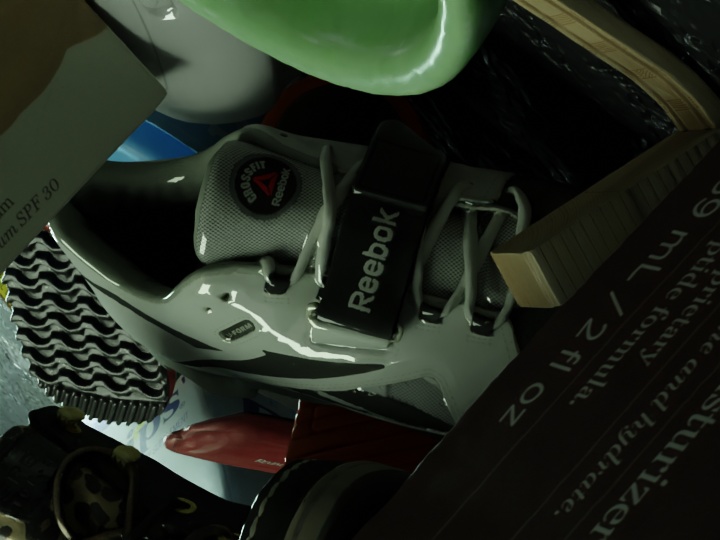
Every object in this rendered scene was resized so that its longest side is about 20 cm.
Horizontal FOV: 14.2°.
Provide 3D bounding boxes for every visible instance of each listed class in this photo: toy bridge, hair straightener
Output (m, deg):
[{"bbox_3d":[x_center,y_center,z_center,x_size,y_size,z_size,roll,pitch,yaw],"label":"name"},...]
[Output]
[{"bbox_3d":[0.065,-0.015,0.710,0.200,0.067,0.027,62,162,-10],"label":"toy bridge"},{"bbox_3d":[0.008,0.034,0.962,0.041,0.077,0.200,-21,157,38],"label":"hair straightener"}]

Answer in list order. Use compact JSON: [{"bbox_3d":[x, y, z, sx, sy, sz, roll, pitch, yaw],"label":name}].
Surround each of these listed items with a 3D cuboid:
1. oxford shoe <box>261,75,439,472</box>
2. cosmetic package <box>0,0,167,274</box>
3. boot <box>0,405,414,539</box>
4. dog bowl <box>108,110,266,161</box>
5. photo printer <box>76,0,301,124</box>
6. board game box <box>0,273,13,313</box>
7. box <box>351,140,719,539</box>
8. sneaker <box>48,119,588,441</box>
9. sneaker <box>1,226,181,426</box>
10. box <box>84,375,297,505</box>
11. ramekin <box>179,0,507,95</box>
[{"bbox_3d":[0.014,0.042,0.877,0.071,0.201,0.073,-6,171,10],"label":"oxford shoe"},{"bbox_3d":[-0.159,-0.083,0.766,0.200,0.105,0.071,46,163,-20],"label":"cosmetic package"},{"bbox_3d":[-0.037,0.082,0.758,0.150,0.073,0.200,20,167,22],"label":"boot"},{"bbox_3d":[-0.114,-0.054,0.918,0.199,0.050,0.112,17,150,15],"label":"dog bowl"},{"bbox_3d":[-0.097,-0.131,0.809,0.200,0.069,0.167,34,163,29],"label":"photo printer"},{"bbox_3d":[-0.139,-0.030,1.167,0.200,0.057,0.165,48,172,46],"label":"board game box"},{"bbox_3d":[0.134,0.084,0.615,0.164,0.166,0.200,51,163,-26],"label":"box"},{"bbox_3d":[0.000,0.000,0.776,0.200,0.074,0.088,0,156,33],"label":"sneaker"},{"bbox_3d":[-0.088,-0.049,1.020,0.070,0.093,0.200,4,122,22],"label":"sneaker"},{"bbox_3d":[-0.013,0.139,1.066,0.184,0.105,0.200,32,-161,-28],"label":"box"},{"bbox_3d":[-0.025,-0.137,0.538,0.200,0.098,0.200,40,166,12],"label":"ramekin"}]
